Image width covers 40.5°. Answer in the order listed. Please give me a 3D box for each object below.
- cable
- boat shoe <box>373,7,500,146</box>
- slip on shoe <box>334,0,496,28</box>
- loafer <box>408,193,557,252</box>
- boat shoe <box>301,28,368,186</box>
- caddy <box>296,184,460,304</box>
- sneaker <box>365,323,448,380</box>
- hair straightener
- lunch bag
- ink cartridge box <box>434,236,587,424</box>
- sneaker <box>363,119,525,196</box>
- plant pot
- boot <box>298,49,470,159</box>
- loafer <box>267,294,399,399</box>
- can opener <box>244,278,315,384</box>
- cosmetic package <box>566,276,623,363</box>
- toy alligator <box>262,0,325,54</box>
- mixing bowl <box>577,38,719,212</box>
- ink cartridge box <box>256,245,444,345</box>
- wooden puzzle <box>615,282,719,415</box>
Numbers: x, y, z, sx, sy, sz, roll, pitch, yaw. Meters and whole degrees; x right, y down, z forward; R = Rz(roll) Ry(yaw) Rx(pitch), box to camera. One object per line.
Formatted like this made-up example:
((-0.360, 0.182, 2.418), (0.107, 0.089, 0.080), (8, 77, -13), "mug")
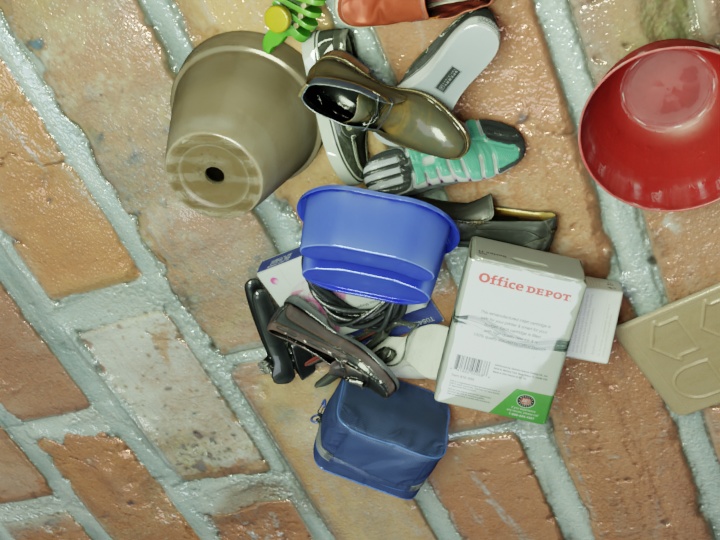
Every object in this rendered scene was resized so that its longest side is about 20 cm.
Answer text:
((0.000, 0.000, 1.279), (0.163, 0.051, 0.200), (31, 126, -13), "cable")
((0.086, -0.225, 1.123), (0.070, 0.066, 0.200), (29, 130, -16), "boat shoe")
((0.063, -0.304, 1.072), (0.199, 0.061, 0.074), (-5, 128, 18), "slip on shoe")
((0.151, -0.068, 1.236), (0.199, 0.073, 0.073), (14, 120, -9), "loafer")
((-0.014, -0.191, 1.170), (0.063, 0.071, 0.201), (-4, 125, 20), "boat shoe")
((0.017, -0.039, 1.161), (0.199, 0.105, 0.142), (11, 154, 4), "caddy")
((0.097, 0.123, 1.373), (0.088, 0.076, 0.199), (23, 161, -39), "sneaker")
((0.008, 0.127, 1.385), (0.200, 0.041, 0.077), (-30, 77, 32), "hair straightener")
((0.022, 0.247, 1.461), (0.199, 0.136, 0.133), (22, 129, -3), "lunch bag")
((0.183, 0.073, 1.208), (0.146, 0.083, 0.201), (13, 113, 2), "ink cartridge box")
((0.101, -0.135, 1.206), (0.199, 0.088, 0.075), (-11, 86, 1), "sneaker")
((-0.149, -0.156, 1.165), (0.199, 0.174, 0.201), (6, 129, 8), "plant pot")
((0.023, -0.166, 1.075), (0.199, 0.097, 0.075), (29, 123, 4), "boot")
((-0.040, 0.116, 1.329), (0.200, 0.063, 0.072), (38, 154, 13), "loafer")
((-0.129, 0.091, 1.429), (0.063, 0.078, 0.201), (34, 152, 48), "can opener")
((0.234, 0.051, 1.282), (0.199, 0.074, 0.102), (11, 103, 7), "cosmetic package")
((-0.058, -0.323, 1.081), (0.054, 0.059, 0.201), (27, 121, 6), "toy alligator")
((0.341, -0.176, 1.075), (0.199, 0.109, 0.201), (6, 128, 8), "mixing bowl")
((-0.013, 0.038, 1.369), (0.196, 0.043, 0.200), (-21, 119, 26), "ink cartridge box")
((0.464, 0.098, 1.304), (0.199, 0.046, 0.185), (-25, 118, 34), "wooden puzzle")
